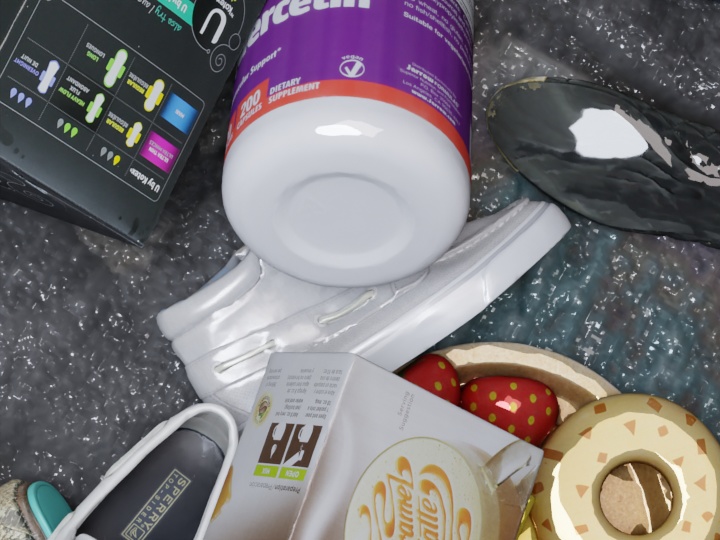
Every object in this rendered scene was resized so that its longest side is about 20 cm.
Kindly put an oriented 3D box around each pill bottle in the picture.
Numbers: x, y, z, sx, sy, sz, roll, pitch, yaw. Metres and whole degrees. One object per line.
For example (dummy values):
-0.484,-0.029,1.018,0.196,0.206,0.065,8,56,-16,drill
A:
-0.002,-0.098,0.968,0.112,0.113,0.201,8,49,-5,pill bottle

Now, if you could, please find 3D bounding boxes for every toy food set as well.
0.070,0.133,0.989,0.199,0.049,0.199,25,77,-2,toy food set

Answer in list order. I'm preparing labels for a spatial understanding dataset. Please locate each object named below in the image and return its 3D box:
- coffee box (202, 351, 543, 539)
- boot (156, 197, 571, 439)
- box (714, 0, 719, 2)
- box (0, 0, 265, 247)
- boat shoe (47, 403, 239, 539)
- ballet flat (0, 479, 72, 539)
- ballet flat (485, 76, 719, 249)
-0.013,0.149,0.889,0.114,0.080,0.201,29,74,-28,coffee box
0.000,0.000,0.993,0.200,0.074,0.096,-35,91,-11,boot
0.235,-0.250,1.010,0.123,0.197,0.201,12,77,-5,box
-0.137,-0.136,0.939,0.124,0.148,0.201,33,80,-46,box
-0.113,0.141,0.897,0.072,0.066,0.200,37,60,5,boat shoe
-0.122,0.191,0.953,0.075,0.068,0.200,-41,80,9,ballet flat
0.158,-0.049,1.045,0.199,0.057,0.067,19,105,2,ballet flat
